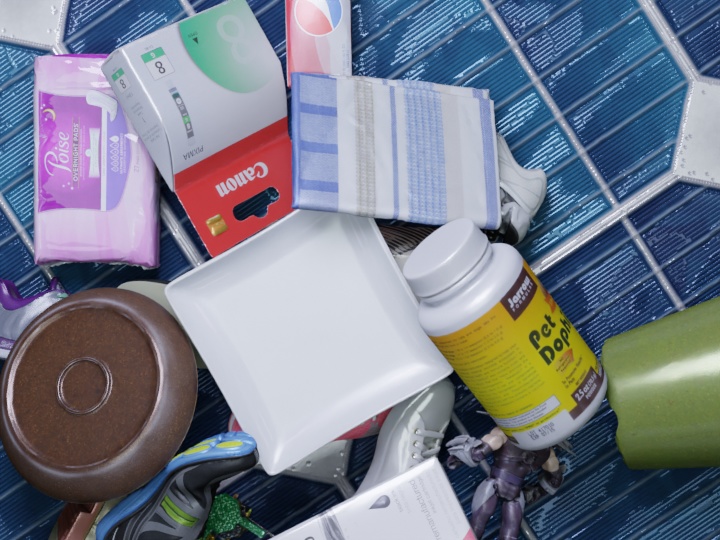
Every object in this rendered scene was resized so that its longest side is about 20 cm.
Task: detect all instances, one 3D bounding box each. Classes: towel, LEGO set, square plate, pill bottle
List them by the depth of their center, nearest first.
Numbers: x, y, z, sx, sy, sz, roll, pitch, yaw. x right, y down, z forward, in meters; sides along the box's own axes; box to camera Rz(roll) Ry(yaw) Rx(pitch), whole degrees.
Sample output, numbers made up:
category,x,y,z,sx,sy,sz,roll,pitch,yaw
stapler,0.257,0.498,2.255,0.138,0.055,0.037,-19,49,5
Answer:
category,x,y,z,sx,sy,sz,roll,pitch,yaw
pill bottle,0.125,0.054,1.398,0.109,0.109,0.201,-38,109,3
towel,0.032,-0.108,1.425,0.197,0.024,0.149,5,63,-15
square plate,-0.046,0.052,1.431,0.199,0.028,0.200,-29,95,4
LEGO set,-0.092,0.313,1.515,0.198,0.116,0.155,20,75,12

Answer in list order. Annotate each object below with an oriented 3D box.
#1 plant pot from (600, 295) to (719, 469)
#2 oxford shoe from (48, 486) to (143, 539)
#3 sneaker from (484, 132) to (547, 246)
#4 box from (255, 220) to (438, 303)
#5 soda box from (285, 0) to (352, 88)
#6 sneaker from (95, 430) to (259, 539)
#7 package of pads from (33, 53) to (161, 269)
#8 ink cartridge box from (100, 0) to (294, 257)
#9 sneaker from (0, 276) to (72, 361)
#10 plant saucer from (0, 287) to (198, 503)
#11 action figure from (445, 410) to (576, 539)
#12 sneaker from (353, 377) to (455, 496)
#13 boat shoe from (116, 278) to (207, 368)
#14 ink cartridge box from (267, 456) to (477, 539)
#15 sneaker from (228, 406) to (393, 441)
category,x,y,z,sx,sy,sz,roll,pitch,yaw
plant pot,0.324,0.105,1.453,0.188,0.200,0.203,-12,94,15
oxford shoe,-0.222,0.208,1.525,0.073,0.071,0.201,34,98,-22
sneaker,0.087,-0.109,1.494,0.199,0.075,0.081,37,69,4
box,0.000,0.000,1.485,0.197,0.082,0.069,3,112,-1
soda box,-0.040,-0.271,1.478,0.063,0.070,0.203,-2,94,1
sneaker,-0.157,0.214,1.439,0.199,0.071,0.083,-41,83,25
package of pads,-0.248,-0.102,1.491,0.119,0.076,0.203,1,94,-1
ink cartridge box,-0.124,-0.136,1.454,0.160,0.050,0.201,-32,91,-42
sneaker,-0.271,0.056,1.506,0.197,0.074,0.089,12,89,1
plant saucer,-0.246,0.108,1.433,0.198,0.035,0.203,-4,70,12
action figure,0.132,0.209,1.488,0.129,0.069,0.202,23,79,-19
sneaker,0.052,0.198,1.494,0.084,0.072,0.202,35,106,42
boat shoe,-0.139,0.053,1.509,0.199,0.063,0.074,17,114,1
ink cartridge box,0.012,0.275,1.405,0.198,0.085,0.147,-27,76,0
sneaker,-0.031,0.139,1.497,0.198,0.087,0.075,-17,94,2
